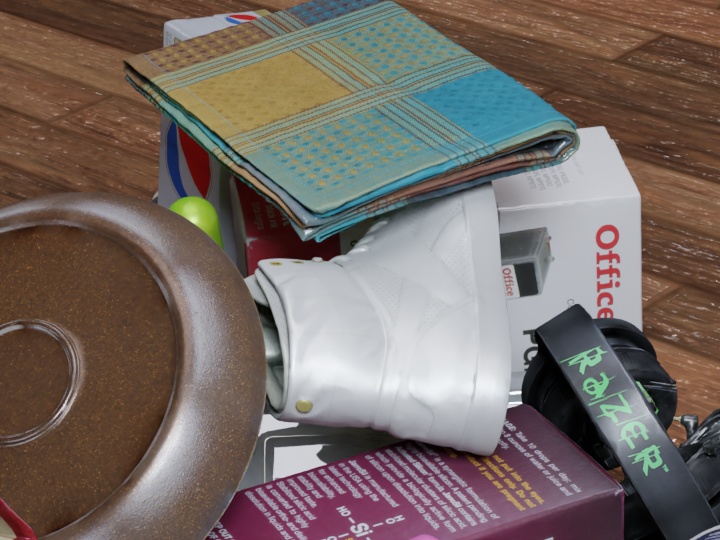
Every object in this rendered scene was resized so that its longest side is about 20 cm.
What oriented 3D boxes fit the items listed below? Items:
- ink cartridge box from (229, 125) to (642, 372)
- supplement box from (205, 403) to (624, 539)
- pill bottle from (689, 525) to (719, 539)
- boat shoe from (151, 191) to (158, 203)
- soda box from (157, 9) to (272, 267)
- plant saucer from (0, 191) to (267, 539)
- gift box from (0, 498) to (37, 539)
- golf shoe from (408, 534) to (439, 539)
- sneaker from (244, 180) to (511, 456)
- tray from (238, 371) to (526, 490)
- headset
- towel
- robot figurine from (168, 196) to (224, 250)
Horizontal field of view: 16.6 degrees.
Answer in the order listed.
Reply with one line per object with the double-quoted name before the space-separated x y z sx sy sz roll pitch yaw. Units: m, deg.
"ink cartridge box" 0.041 0.018 1.255 0.199 0.148 0.083 -8 27 -5
"supplement box" 0.007 0.145 1.043 0.199 0.111 0.086 -15 29 -22
"pill bottle" 0.149 0.162 0.972 0.111 0.112 0.200 10 17 27
"boat shoe" -0.042 -0.011 1.429 0.199 0.067 0.057 2 42 22
"soda box" -0.065 -0.031 1.302 0.063 0.201 0.068 -12 28 -31
"plant saucer" -0.136 0.051 1.016 0.199 0.032 0.201 -8 61 15
"gift box" -0.120 0.190 0.881 0.184 0.201 0.187 12 29 20
"golf shoe" 0.018 0.183 0.875 0.091 0.201 0.075 -25 40 -24
"sneaker" 0.000 0.000 1.094 0.115 0.074 0.200 7 32 -8
"tray" 0.012 0.096 1.177 0.199 0.022 0.108 -2 62 3
"headset" 0.136 0.075 1.115 0.094 0.200 0.124 -31 73 0
"towel" -0.008 -0.078 1.154 0.146 0.022 0.200 -19 32 -23
"robot figurine" -0.136 0.032 1.134 0.175 0.116 0.200 -40 23 -22
